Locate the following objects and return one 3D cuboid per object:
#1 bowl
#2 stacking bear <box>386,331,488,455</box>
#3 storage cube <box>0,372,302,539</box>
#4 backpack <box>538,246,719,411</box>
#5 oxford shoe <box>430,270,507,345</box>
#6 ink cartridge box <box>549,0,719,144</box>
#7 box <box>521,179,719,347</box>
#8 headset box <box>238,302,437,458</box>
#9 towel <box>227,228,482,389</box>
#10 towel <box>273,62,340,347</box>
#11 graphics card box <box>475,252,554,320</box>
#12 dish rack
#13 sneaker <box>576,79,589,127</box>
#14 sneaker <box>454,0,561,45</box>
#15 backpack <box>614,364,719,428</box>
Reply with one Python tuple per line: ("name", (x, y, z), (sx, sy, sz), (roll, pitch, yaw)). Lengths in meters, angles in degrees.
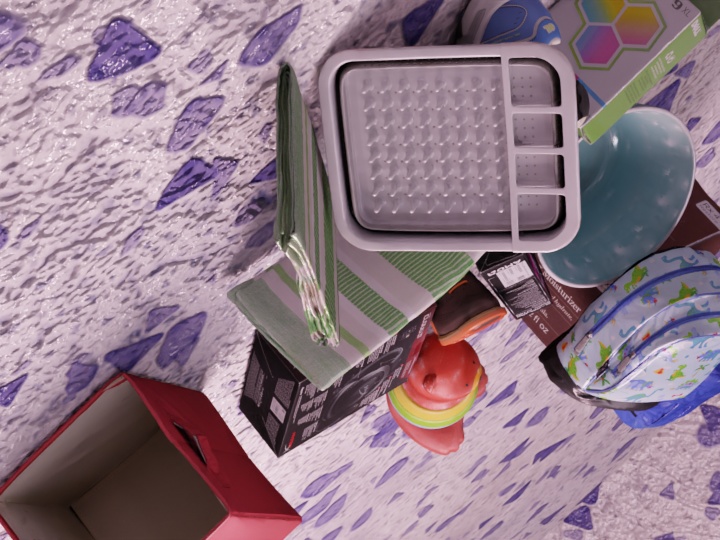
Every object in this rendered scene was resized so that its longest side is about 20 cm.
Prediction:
("bowl", (0.232, -0.095, 1.505), (0.200, 0.105, 0.202), (-17, 128, -23))
("stacking bear", (0.087, 0.122, 1.673), (0.200, 0.113, 0.122), (96, 18, -74))
("storage cube", (-0.193, 0.221, 1.356), (0.200, 0.171, 0.180), (-44, 159, 7))
("backpack", (0.307, 0.062, 1.533), (0.162, 0.154, 0.201), (7, 125, -31))
("oxford shoe", (0.095, 0.029, 1.514), (0.071, 0.073, 0.200), (-26, -174, -9))
("ink cartridge box", (0.240, -0.223, 1.330), (0.200, 0.104, 0.059), (-44, 159, 6))
("box", (0.283, -0.023, 1.692), (0.164, 0.166, 0.200), (-20, 150, -39))
("headset box", (-0.017, 0.085, 1.518), (0.199, 0.077, 0.149), (-30, 156, -29))
("towel", (0.000, 0.000, 1.285), (0.200, 0.152, 0.023), (-37, 137, -15))
("towel", (-0.043, -0.043, 1.158), (0.023, 0.153, 0.200), (-5, 154, 7))
("graphics card box", (0.136, -0.035, 1.477), (0.051, 0.126, 0.200), (-23, 159, 10))
("dish rack", (0.072, -0.100, 1.160), (0.044, 0.199, 0.173), (-66, 153, -60))
("sneaker", (0.093, -0.127, 1.229), (0.199, 0.071, 0.093), (-7, 172, 14))
("sneaker", (0.111, -0.161, 1.267), (0.076, 0.077, 0.200), (-31, 157, -29))
("backpack", (0.475, 0.155, 2.369), (0.167, 0.163, 0.200), (3, 146, -48))
